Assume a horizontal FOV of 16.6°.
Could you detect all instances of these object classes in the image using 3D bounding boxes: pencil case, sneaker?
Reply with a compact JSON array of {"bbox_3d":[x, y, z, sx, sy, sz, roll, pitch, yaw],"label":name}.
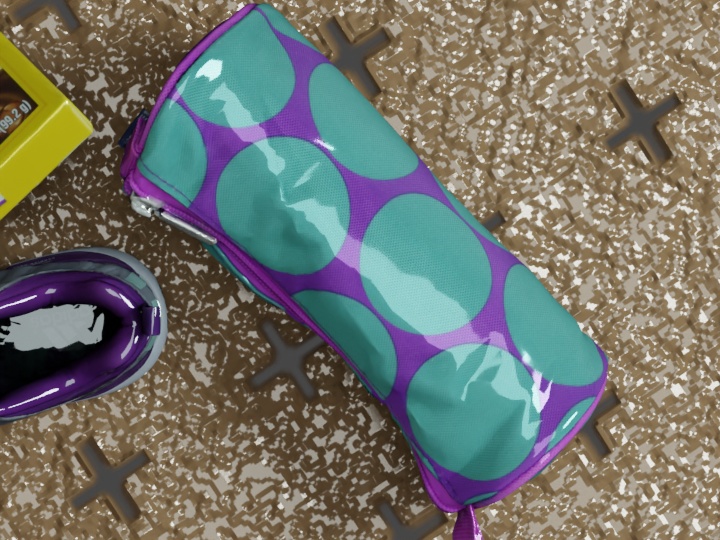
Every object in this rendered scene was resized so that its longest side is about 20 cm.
[{"bbox_3d":[0.000,0.000,0.913,0.200,0.085,0.092,44,70,-4],"label":"pencil case"},{"bbox_3d":[-0.167,0.033,0.893,0.199,0.088,0.075,-18,92,-6],"label":"sneaker"}]

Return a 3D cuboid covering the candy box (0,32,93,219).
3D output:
[{"bbox_3d":[-0.198,-0.013,0.892,0.200,0.026,0.102,-44,51,-4],"label":"candy box"}]
